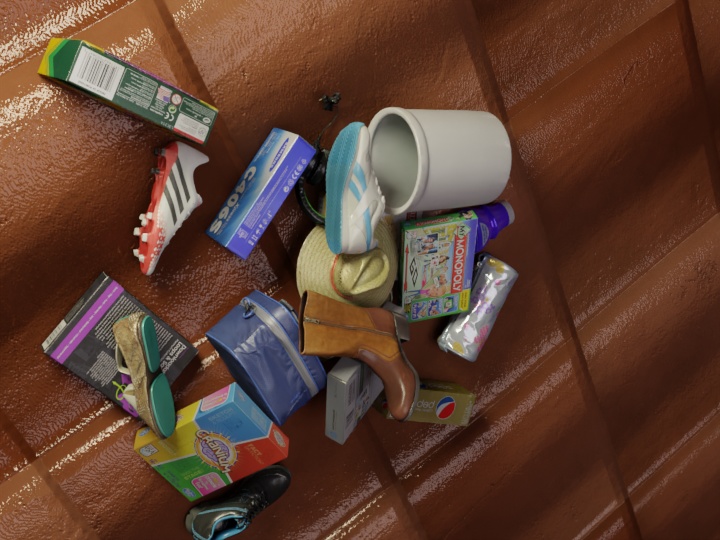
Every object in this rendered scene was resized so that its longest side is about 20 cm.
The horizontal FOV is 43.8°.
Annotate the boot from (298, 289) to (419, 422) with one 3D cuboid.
[{"bbox_3d":[-0.003,0.133,1.392,0.197,0.068,0.192,14,64,-34],"label":"boot"}]

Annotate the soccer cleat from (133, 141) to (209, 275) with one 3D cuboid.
[{"bbox_3d":[-0.280,-0.089,1.332,0.084,0.068,0.204,11,95,-29],"label":"soccer cleat"}]

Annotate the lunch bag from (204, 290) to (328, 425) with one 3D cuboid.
[{"bbox_3d":[-0.145,0.127,1.439,0.132,0.135,0.202,-39,124,-19],"label":"lunch bag"}]

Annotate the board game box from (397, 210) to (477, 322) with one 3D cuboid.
[{"bbox_3d":[0.131,-0.004,1.561,0.132,0.029,0.203,-10,128,-13],"label":"board game box"}]

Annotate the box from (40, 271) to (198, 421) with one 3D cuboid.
[{"bbox_3d":[-0.362,0.119,1.365,0.144,0.036,0.200,-50,123,-8],"label":"box"}]

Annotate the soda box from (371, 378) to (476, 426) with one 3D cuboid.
[{"bbox_3d":[0.119,0.243,1.681,0.197,0.067,0.065,12,99,-34],"label":"soda box"}]

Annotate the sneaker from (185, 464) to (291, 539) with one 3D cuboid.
[{"bbox_3d":[-0.196,0.408,1.530,0.198,0.082,0.074,-29,117,-22],"label":"sneaker"}]

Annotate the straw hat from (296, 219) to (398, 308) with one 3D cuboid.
[{"bbox_3d":[0.000,0.000,1.458,0.198,0.085,0.206,-5,99,-30],"label":"straw hat"}]

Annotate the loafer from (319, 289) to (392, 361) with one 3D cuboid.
[{"bbox_3d":[-0.014,0.094,1.548,0.199,0.068,0.076,-41,117,-14],"label":"loafer"}]

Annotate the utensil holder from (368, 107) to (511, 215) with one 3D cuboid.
[{"bbox_3d":[0.128,-0.184,1.496,0.197,0.169,0.174,-6,108,-33],"label":"utensil holder"}]

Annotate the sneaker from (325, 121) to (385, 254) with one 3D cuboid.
[{"bbox_3d":[-0.005,-0.127,1.390,0.079,0.076,0.204,-2,106,-29],"label":"sneaker"}]

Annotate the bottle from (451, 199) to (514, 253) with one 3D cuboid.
[{"bbox_3d":[0.192,-0.068,1.629,0.197,0.065,0.085,-26,124,-23],"label":"bottle"}]

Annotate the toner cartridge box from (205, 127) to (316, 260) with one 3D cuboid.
[{"bbox_3d":[-0.155,-0.120,1.381,0.043,0.095,0.202,36,85,-34],"label":"toner cartridge box"}]

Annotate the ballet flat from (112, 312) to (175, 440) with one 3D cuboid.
[{"bbox_3d":[-0.328,0.159,1.345,0.064,0.071,0.204,-4,105,14],"label":"ballet flat"}]

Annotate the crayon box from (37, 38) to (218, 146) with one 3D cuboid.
[{"bbox_3d":[-0.312,-0.239,1.198,0.198,0.172,0.059,24,90,-34],"label":"crayon box"}]

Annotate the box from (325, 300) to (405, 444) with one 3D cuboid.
[{"bbox_3d":[0.008,0.172,1.526,0.200,0.041,0.158,-47,152,-40],"label":"box"}]

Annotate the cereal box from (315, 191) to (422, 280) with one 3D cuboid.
[{"bbox_3d":[0.013,-0.057,1.537,0.196,0.039,0.147,-1,103,-31],"label":"cereal box"}]

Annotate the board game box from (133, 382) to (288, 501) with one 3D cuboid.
[{"bbox_3d":[-0.236,0.276,1.426,0.198,0.041,0.154,-27,123,18],"label":"board game box"}]

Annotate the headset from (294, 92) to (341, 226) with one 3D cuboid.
[{"bbox_3d":[-0.042,-0.174,1.427,0.121,0.094,0.205,-2,85,-20],"label":"headset"}]

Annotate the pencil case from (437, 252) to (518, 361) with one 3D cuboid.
[{"bbox_3d":[0.219,0.069,1.678,0.090,0.083,0.203,23,93,-49],"label":"pencil case"}]
